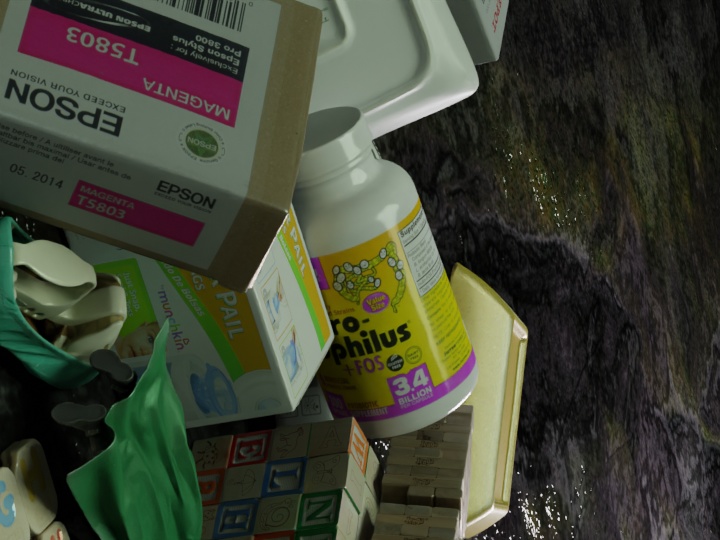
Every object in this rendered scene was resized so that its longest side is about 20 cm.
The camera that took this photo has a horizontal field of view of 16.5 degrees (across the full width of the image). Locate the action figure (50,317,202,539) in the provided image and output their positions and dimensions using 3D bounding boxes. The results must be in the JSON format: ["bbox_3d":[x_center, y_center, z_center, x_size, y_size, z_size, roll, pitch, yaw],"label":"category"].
[{"bbox_3d":[-0.129,0.133,1.431,0.118,0.054,0.201,-55,150,-35],"label":"action figure"}]

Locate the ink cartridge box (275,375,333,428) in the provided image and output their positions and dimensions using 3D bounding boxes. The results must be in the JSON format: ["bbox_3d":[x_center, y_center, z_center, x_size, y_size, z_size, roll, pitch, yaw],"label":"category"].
[{"bbox_3d":[-0.032,0.109,1.791,0.200,0.057,0.164,94,-11,-84],"label":"ink cartridge box"}]

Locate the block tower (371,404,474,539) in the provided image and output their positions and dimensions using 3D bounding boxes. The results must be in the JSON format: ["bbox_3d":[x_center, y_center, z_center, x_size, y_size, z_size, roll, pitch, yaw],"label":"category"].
[{"bbox_3d":[0.038,0.164,1.583,0.200,0.054,0.058,-77,169,-55],"label":"block tower"}]

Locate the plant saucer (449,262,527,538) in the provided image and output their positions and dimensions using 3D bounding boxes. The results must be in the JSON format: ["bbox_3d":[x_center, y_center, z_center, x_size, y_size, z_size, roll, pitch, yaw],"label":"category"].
[{"bbox_3d":[0.088,0.105,1.829,0.200,0.048,0.202,39,57,-81],"label":"plant saucer"}]

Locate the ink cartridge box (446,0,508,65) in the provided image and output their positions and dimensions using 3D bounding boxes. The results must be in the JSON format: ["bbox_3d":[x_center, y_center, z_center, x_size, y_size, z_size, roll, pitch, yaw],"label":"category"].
[{"bbox_3d":[0.022,-0.266,1.932,0.146,0.144,0.201,-77,152,-48],"label":"ink cartridge box"}]

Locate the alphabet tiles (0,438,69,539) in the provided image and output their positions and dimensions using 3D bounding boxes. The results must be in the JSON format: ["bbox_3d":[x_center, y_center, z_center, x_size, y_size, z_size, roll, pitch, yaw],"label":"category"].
[{"bbox_3d":[-0.199,0.167,1.305,0.200,0.014,0.197,-47,125,-66],"label":"alphabet tiles"}]

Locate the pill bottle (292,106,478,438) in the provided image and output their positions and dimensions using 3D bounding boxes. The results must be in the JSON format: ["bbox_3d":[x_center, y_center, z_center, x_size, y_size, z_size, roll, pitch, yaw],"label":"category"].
[{"bbox_3d":[0.000,0.000,1.607,0.104,0.104,0.201,-62,135,-60],"label":"pill bottle"}]

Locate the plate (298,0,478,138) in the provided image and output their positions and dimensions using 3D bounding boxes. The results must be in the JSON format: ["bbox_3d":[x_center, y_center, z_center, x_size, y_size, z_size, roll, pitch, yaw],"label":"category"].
[{"bbox_3d":[-0.041,-0.164,1.616,0.201,0.199,0.032,67,-7,-16],"label":"plate"}]

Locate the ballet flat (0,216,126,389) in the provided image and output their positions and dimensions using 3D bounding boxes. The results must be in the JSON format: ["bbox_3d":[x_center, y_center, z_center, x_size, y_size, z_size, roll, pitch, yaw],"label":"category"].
[{"bbox_3d":[-0.169,0.020,1.371,0.200,0.070,0.068,38,46,-63],"label":"ballet flat"}]

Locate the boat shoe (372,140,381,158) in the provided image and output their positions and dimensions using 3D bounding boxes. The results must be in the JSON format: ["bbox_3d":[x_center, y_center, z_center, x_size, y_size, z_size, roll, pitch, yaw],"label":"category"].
[{"bbox_3d":[-0.005,-0.048,1.876,0.061,0.075,0.201,-73,160,-50],"label":"boat shoe"}]

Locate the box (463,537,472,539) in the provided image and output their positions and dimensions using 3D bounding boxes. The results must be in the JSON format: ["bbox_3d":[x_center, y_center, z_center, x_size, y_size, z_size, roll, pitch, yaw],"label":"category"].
[{"bbox_3d":[0.033,0.307,1.619,0.200,0.123,0.199,-41,126,-31],"label":"box"}]

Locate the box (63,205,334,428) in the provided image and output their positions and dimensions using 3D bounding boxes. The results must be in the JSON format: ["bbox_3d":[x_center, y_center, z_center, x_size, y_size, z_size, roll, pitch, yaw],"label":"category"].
[{"bbox_3d":[-0.104,-0.016,1.511,0.101,0.112,0.201,-60,136,-61],"label":"box"}]

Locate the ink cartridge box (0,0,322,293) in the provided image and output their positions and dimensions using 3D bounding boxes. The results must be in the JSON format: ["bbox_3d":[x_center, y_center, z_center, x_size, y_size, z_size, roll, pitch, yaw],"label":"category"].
[{"bbox_3d":[-0.130,-0.099,1.355,0.075,0.199,0.166,123,-19,-45],"label":"ink cartridge box"}]

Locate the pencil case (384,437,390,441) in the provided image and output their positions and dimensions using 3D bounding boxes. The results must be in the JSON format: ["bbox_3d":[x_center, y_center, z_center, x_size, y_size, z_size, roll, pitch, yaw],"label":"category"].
[{"bbox_3d":[0.023,0.054,1.785,0.083,0.086,0.200,49,-11,22],"label":"pencil case"}]

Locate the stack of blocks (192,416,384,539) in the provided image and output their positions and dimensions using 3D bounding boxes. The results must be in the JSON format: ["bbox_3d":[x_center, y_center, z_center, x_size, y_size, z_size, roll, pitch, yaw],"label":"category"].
[{"bbox_3d":[-0.058,0.192,1.543,0.201,0.114,0.059,-80,153,-42],"label":"stack of blocks"}]
